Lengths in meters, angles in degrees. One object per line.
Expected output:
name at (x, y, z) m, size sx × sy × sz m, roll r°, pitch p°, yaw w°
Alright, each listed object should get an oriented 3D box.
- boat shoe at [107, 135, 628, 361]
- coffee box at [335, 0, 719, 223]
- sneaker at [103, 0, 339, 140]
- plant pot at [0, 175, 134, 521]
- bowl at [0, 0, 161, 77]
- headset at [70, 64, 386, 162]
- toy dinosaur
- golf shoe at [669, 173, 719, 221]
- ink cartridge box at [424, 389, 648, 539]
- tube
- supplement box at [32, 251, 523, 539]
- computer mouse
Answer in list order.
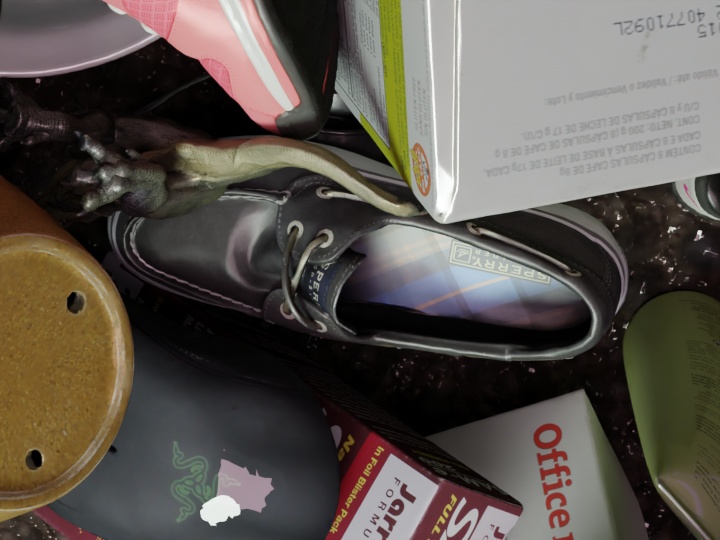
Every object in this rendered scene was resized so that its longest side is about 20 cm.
boat shoe at (0.000, 0.000, 1.096) m, size 0.200 × 0.066 × 0.070 m, roll 12°, pitch 113°, yaw 3°
coffee box at (0.088, -0.157, 1.016) m, size 0.199 × 0.198 × 0.200 m, roll -10°, pitch 114°, yaw -12°
sneaker at (-0.074, -0.118, 0.973) m, size 0.087 × 0.074 × 0.200 m, roll -12°, pitch 135°, yaw 26°
plant pot at (-0.175, 0.022, 1.022) m, size 0.186 × 0.200 × 0.187 m, roll -5°, pitch 98°, yaw -40°
bowl at (-0.124, -0.174, 1.038) m, size 0.201 × 0.090 × 0.201 m, roll -1°, pitch 105°, yaw -3°
headset at (-0.029, -0.056, 1.164) m, size 0.200 × 0.094 × 0.124 m, roll 24°, pitch 113°, yaw -25°
toy dinosaur at (-0.075, -0.037, 1.021) m, size 0.088 × 0.200 × 0.048 m, roll 10°, pitch 86°, yaw -39°
golf shoe at (0.214, -0.069, 1.128) m, size 0.200 × 0.092 × 0.073 m, roll -26°, pitch 108°, yaw 11°
ink cartridge box at (0.019, 0.151, 1.187) m, size 0.200 × 0.147 × 0.086 m, roll -19°, pitch 134°, yaw 9°
tube at (0.130, 0.066, 1.128) m, size 0.058 × 0.200 × 0.052 m, roll 7°, pitch 111°, yaw -2°
supplement box at (-0.045, 0.086, 1.138) m, size 0.061 × 0.200 × 0.109 m, roll 23°, pitch 97°, yaw -52°
computer mouse at (-0.096, 0.061, 1.098) m, size 0.200 × 0.053 × 0.139 m, roll 17°, pitch 101°, yaw 36°
